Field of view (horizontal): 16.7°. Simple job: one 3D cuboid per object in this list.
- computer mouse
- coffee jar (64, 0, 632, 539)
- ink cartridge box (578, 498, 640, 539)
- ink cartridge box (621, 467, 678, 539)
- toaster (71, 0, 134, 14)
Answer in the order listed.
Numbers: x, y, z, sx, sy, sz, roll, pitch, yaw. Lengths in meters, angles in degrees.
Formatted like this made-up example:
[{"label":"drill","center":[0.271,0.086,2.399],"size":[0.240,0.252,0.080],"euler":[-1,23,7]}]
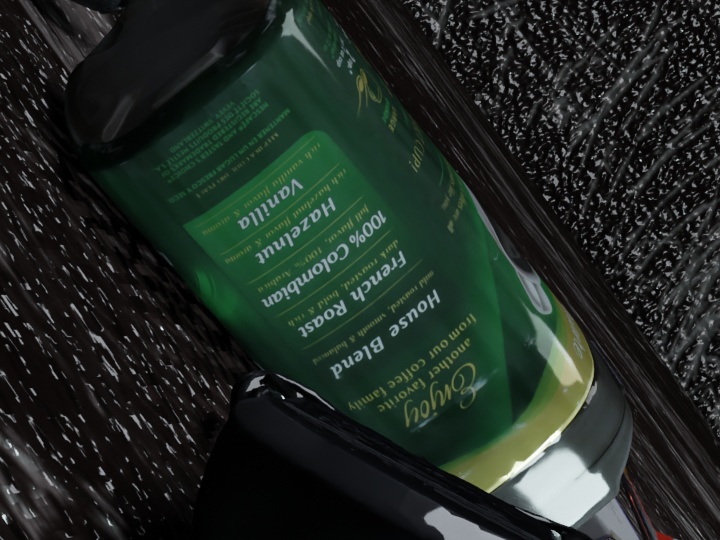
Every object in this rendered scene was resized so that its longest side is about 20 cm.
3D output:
[{"label":"computer mouse","center":[0.009,0.072,0.568],"size":[0.138,0.053,0.200],"euler":[29,0,8]},{"label":"coffee jar","center":[0.000,0.000,0.757],"size":[0.200,0.085,0.104],"euler":[50,6,-23]},{"label":"ink cartridge box","center":[0.030,0.025,1.000],"size":[0.200,0.043,0.198],"euler":[47,11,-41]},{"label":"ink cartridge box","center":[0.171,0.165,1.093],"size":[0.160,0.047,0.200],"euler":[-106,172,-69]},{"label":"toaster","center":[-0.105,-0.177,0.820],"size":[0.129,0.114,0.200],"euler":[54,8,26]}]
